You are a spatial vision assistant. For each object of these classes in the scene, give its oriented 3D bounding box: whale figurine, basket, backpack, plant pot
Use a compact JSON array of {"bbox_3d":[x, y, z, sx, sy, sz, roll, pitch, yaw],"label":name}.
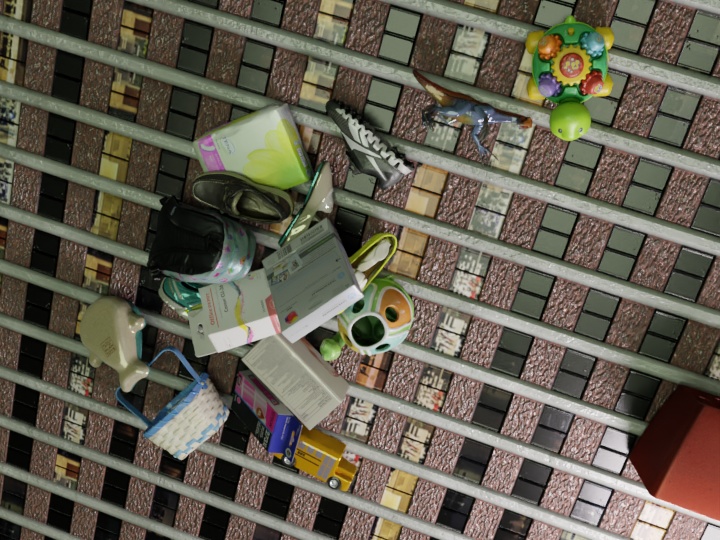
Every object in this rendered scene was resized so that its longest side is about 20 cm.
[{"bbox_3d":[-0.487,0.148,1.601,0.159,0.104,0.201,-40,72,14],"label":"whale figurine"},{"bbox_3d":[-0.388,0.276,1.616,0.176,0.139,0.200,-36,104,18],"label":"basket"},{"bbox_3d":[-0.300,-0.050,1.484,0.198,0.126,0.169,9,91,36],"label":"backpack"},{"bbox_3d":[0.622,0.320,1.390,0.198,0.200,0.178,18,99,6],"label":"plant pot"}]

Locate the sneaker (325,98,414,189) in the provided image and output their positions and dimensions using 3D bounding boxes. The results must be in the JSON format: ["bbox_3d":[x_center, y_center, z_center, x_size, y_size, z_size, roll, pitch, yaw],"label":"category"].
[{"bbox_3d":[0.000,-0.223,1.422,0.200,0.067,0.091,42,108,-4],"label":"sneaker"}]

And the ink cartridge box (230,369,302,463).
[{"bbox_3d":[-0.193,0.294,1.575,0.200,0.037,0.096,36,120,39],"label":"ink cartridge box"}]

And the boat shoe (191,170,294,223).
[{"bbox_3d":[-0.222,-0.133,1.429,0.198,0.065,0.074,11,114,8],"label":"boat shoe"}]

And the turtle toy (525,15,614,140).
[{"bbox_3d":[0.350,-0.319,1.299,0.144,0.101,0.202,-1,106,13],"label":"turtle toy"}]

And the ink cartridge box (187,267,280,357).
[{"bbox_3d":[-0.239,0.079,1.501,0.198,0.117,0.068,-18,144,-4],"label":"ink cartridge box"}]

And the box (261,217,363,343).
[{"bbox_3d":[-0.091,0.013,1.409,0.155,0.201,0.041,-33,131,8],"label":"box"}]

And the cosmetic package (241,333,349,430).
[{"bbox_3d":[-0.128,0.205,1.567,0.103,0.087,0.200,-41,93,19],"label":"cosmetic package"}]

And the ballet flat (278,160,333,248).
[{"bbox_3d":[-0.088,-0.113,1.479,0.069,0.070,0.201,32,116,1],"label":"ballet flat"}]

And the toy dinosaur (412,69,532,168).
[{"bbox_3d":[0.202,-0.280,1.355,0.180,0.105,0.202,-13,91,-5],"label":"toy dinosaur"}]

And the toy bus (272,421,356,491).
[{"bbox_3d":[-0.099,0.378,1.625,0.198,0.065,0.079,25,108,4],"label":"toy bus"}]

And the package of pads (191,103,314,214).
[{"bbox_3d":[-0.202,-0.214,1.469,0.198,0.068,0.156,-18,103,16],"label":"package of pads"}]

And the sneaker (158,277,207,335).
[{"bbox_3d":[-0.318,0.073,1.579,0.199,0.078,0.080,37,102,0],"label":"sneaker"}]

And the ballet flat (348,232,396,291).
[{"bbox_3d":[0.000,0.000,1.429,0.067,0.200,0.067,48,154,-12],"label":"ballet flat"}]

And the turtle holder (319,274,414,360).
[{"bbox_3d":[0.007,0.095,1.481,0.183,0.132,0.143,-5,106,13],"label":"turtle holder"}]
